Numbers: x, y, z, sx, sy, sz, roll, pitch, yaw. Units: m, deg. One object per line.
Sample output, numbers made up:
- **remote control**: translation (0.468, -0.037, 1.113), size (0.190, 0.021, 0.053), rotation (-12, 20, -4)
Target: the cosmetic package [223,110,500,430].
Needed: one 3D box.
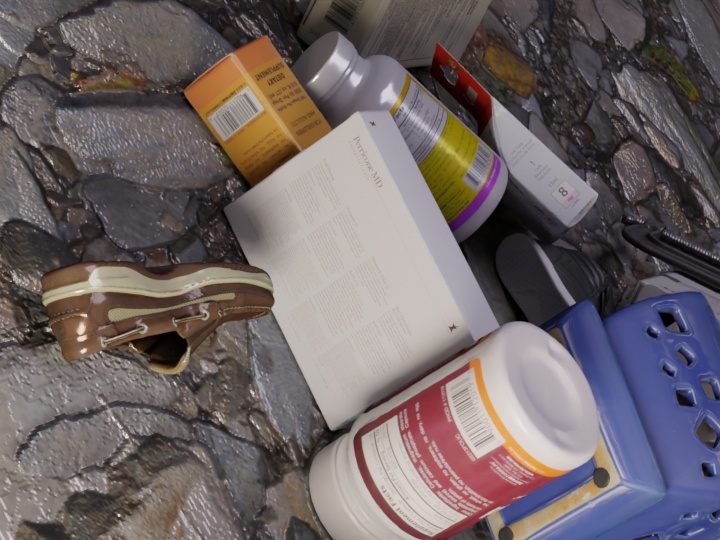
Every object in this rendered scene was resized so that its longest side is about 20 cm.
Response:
- **cosmetic package**: translation (0.000, 0.000, 1.467), size (0.052, 0.151, 0.200), rotation (-9, 70, -55)

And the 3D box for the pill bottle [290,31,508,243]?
- **pill bottle**: translation (0.027, -0.115, 1.648), size (0.200, 0.104, 0.104), rotation (41, 35, -22)

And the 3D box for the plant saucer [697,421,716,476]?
- **plant saucer**: translation (0.357, 0.175, 1.669), size (0.200, 0.029, 0.200), rotation (11, 13, -3)

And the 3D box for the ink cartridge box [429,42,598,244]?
- **ink cartridge box**: translation (0.125, -0.112, 1.765), size (0.200, 0.057, 0.163), rotation (40, -4, 2)

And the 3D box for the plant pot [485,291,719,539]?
- **plant pot**: translation (0.195, 0.139, 1.565), size (0.180, 0.200, 0.200), rotation (5, 59, -45)

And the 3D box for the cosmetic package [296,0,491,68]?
- **cosmetic package**: translation (0.039, -0.247, 1.770), size (0.071, 0.105, 0.200), rotation (38, 25, 21)

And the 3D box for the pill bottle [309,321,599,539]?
- **pill bottle**: translation (0.065, 0.130, 1.389), size (0.114, 0.200, 0.114), rotation (33, 40, -32)

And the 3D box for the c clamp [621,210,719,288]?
- **c clamp**: translation (0.345, -0.015, 1.932), size (0.200, 0.027, 0.171), rotation (29, 14, 22)

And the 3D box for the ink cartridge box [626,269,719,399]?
- **ink cartridge box**: translation (0.337, 0.069, 1.828), size (0.147, 0.083, 0.200), rotation (29, 14, 19)

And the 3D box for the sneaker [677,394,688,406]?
- **sneaker**: translation (0.278, 0.165, 1.774), size (0.099, 0.078, 0.200), rotation (38, 29, -9)

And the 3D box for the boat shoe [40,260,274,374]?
- **boat shoe**: translation (-0.138, 0.037, 1.338), size (0.202, 0.075, 0.075), rotation (0, 75, -46)

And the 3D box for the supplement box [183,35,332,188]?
- **supplement box**: translation (-0.053, -0.089, 1.555), size (0.200, 0.069, 0.067), rotation (56, 33, -3)

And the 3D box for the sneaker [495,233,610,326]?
- **sneaker**: translation (0.206, 0.053, 1.764), size (0.099, 0.071, 0.200), rotation (1, 57, -47)
